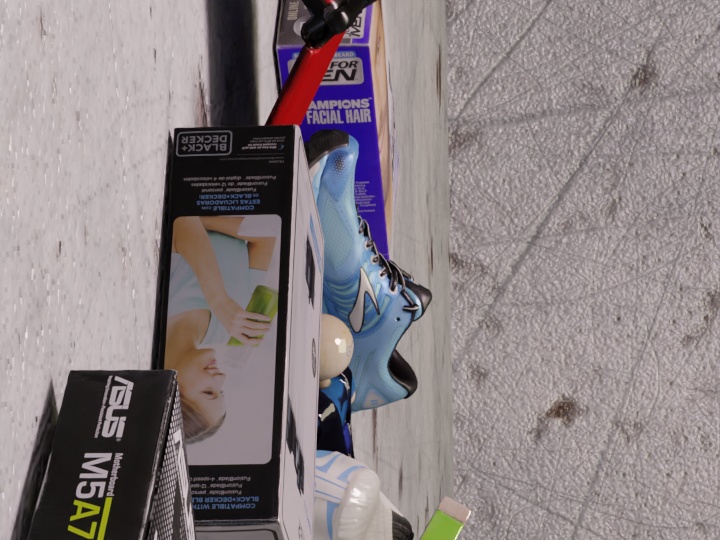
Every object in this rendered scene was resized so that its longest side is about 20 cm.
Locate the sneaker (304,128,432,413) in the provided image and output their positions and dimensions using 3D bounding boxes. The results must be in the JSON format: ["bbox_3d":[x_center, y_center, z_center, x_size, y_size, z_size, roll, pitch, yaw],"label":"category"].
[{"bbox_3d":[0.000,0.000,1.614,0.078,0.090,0.200,-83,170,-58],"label":"sneaker"}]

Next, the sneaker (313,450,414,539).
[{"bbox_3d":[-0.016,0.153,1.480,0.072,0.072,0.200,-60,161,-20],"label":"sneaker"}]

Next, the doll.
[{"bbox_3d":[-0.023,0.112,1.559,0.137,0.048,0.200,-62,154,-54],"label":"doll"}]

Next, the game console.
[{"bbox_3d":[-0.060,-0.138,1.380,0.173,0.119,0.200,57,9,-6],"label":"game console"}]

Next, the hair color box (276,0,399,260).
[{"bbox_3d":[-0.012,-0.102,1.660,0.109,0.065,0.200,-85,171,-46],"label":"hair color box"}]

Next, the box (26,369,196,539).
[{"bbox_3d":[-0.085,0.170,0.892,0.193,0.047,0.200,-80,169,-54],"label":"box"}]

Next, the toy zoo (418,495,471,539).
[{"bbox_3d":[0.002,0.240,1.519,0.200,0.020,0.131,-59,174,-28],"label":"toy zoo"}]

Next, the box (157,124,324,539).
[{"bbox_3d":[-0.054,0.048,1.171,0.117,0.060,0.200,80,11,-60],"label":"box"}]
